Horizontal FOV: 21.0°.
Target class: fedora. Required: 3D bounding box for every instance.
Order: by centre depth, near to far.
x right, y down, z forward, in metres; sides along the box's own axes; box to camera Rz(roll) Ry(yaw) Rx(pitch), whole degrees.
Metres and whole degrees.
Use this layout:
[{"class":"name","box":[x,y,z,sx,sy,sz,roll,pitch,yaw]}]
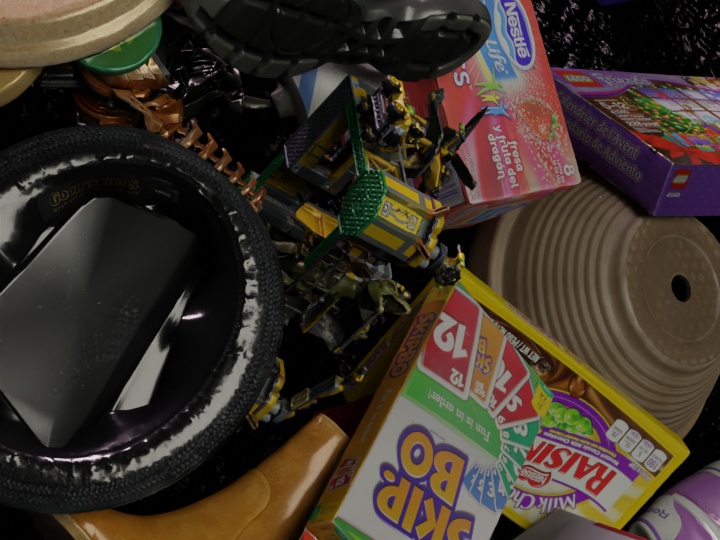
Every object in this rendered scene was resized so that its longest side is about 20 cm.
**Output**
[{"class":"fedora","box":[-0.137,0.031,0.965,0.200,0.092,0.202,3,73,-10]}]

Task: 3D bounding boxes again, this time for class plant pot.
[{"class":"plant pot","box":[0.169,0.021,1.217,0.200,0.093,0.202,10,73,-35]}]

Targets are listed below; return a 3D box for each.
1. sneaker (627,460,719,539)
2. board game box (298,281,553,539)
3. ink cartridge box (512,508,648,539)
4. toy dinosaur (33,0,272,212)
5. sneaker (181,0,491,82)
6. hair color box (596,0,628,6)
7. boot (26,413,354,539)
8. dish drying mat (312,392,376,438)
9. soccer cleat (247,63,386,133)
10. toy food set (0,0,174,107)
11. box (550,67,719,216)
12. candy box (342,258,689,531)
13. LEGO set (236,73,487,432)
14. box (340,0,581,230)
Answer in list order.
[{"class":"sneaker","box":[0.233,0.233,1.228,0.114,0.073,0.201,-27,84,-35]},{"class":"board game box","box":[0.037,0.106,1.034,0.096,0.030,0.200,49,48,-21]},{"class":"ink cartridge box","box":[0.152,0.248,1.097,0.084,0.144,0.201,-32,98,-13]},{"class":"toy dinosaur","box":[-0.116,-0.109,1.028,0.135,0.102,0.201,-25,88,-37]},{"class":"sneaker","box":[-0.020,-0.147,1.015,0.199,0.075,0.080,2,55,-46]},{"class":"hair color box","box":[0.141,-0.262,1.251,0.200,0.065,0.110,31,58,-55]},{"class":"boot","box":[-0.066,0.127,1.003,0.144,0.071,0.201,-53,123,-16]},{"class":"dish drying mat","box":[0.035,0.165,1.085,0.018,0.077,0.201,-19,89,-50]},{"class":"soccer cleat","box":[-0.044,-0.173,1.103,0.086,0.070,0.201,-24,87,-11]},{"class":"toy food set","box":[-0.171,-0.174,0.985,0.197,0.049,0.201,-16,60,-14]},{"class":"box","box":[0.222,-0.084,1.265,0.199,0.137,0.039,-2,120,-38]},{"class":"candy box","box":[0.093,0.089,1.146,0.200,0.026,0.102,37,102,-24]},{"class":"LEGO set","box":[0.000,0.000,1.035,0.116,0.200,0.154,27,26,-29]},{"class":"box","box":[0.042,-0.127,1.155,0.094,0.102,0.201,-11,83,-39]}]
